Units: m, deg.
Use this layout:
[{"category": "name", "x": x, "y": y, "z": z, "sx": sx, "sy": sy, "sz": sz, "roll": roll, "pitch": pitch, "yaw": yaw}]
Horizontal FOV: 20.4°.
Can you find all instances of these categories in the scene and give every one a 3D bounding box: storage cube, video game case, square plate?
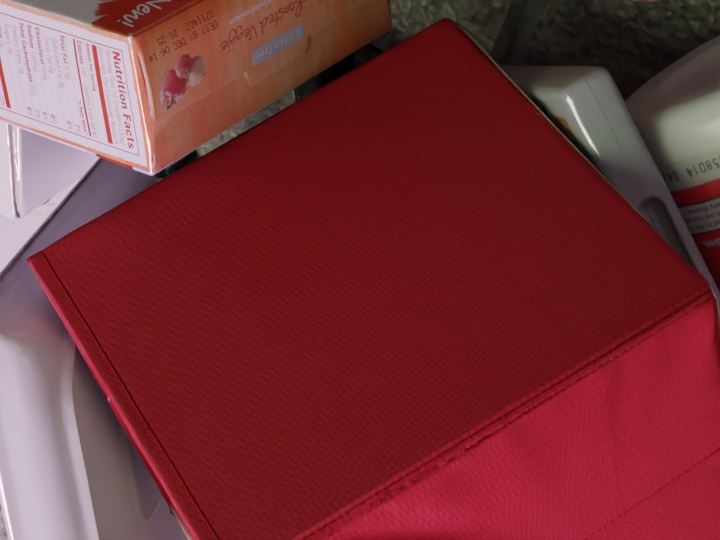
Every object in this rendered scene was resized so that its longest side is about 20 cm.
[{"category": "storage cube", "x": 0.017, "y": 0.054, "z": 0.716, "sx": 0.200, "sy": 0.180, "sz": 0.171, "roll": 51, "pitch": 168, "yaw": 42}, {"category": "video game case", "x": 0.094, "y": 0.004, "z": 0.775, "sx": 0.183, "sy": 0.022, "sz": 0.200, "roll": 62, "pitch": 172, "yaw": -11}, {"category": "square plate", "x": -0.099, "y": 0.067, "z": 0.825, "sx": 0.028, "sy": 0.198, "sz": 0.201, "roll": -2, "pitch": 113, "yaw": 13}]

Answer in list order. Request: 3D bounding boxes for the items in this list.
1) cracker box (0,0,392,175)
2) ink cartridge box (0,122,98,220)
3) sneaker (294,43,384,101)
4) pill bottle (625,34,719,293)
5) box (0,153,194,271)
[{"category": "cracker box", "x": -0.106, "y": -0.112, "z": 0.760, "sx": 0.200, "sy": 0.134, "sz": 0.058, "roll": 21, "pitch": 130, "yaw": 34}, {"category": "ink cartridge box", "x": -0.184, "y": -0.117, "z": 0.902, "sx": 0.200, "sy": 0.144, "sz": 0.084, "roll": 21, "pitch": 129, "yaw": 26}, {"category": "sneaker", "x": 0.000, "y": 0.000, "z": 0.890, "sx": 0.115, "sy": 0.075, "sz": 0.200, "roll": -16, "pitch": 108, "yaw": 45}, {"category": "pill bottle", "x": 0.182, "y": 0.008, "z": 0.728, "sx": 0.112, "sy": 0.112, "sz": 0.200, "roll": -18, "pitch": 105, "yaw": 43}, {"category": "box", "x": -0.119, "y": 0.030, "z": 1.024, "sx": 0.144, "sy": 0.036, "sz": 0.200, "roll": -2, "pitch": 117, "yaw": 38}]
